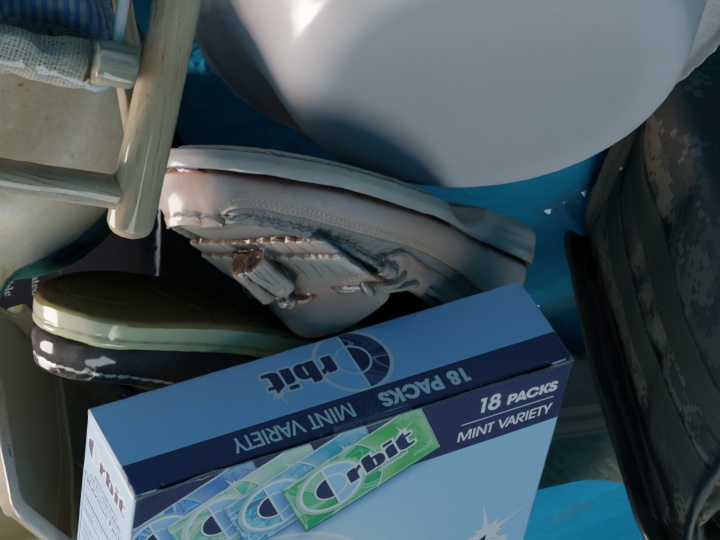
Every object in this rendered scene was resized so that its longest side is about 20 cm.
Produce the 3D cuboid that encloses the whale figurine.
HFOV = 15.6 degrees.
[{"bbox_3d":[-0.165,-0.039,0.934,0.199,0.160,0.104,-27,161,3],"label":"whale figurine"}]

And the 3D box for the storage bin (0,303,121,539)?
[{"bbox_3d":[-0.178,0.111,1.017,0.199,0.094,0.199,-16,147,17],"label":"storage bin"}]

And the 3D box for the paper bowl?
[{"bbox_3d":[0.038,-0.105,0.901,0.199,0.105,0.201,-5,147,-3],"label":"paper bowl"}]

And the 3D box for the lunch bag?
[{"bbox_3d":[0.153,0.031,1.070,0.117,0.165,0.200,-3,147,-14],"label":"lunch bag"}]

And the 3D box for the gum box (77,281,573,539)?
[{"bbox_3d":[-0.021,0.107,0.957,0.169,0.045,0.201,-16,141,-24],"label":"gum box"}]

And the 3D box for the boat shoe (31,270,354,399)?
[{"bbox_3d":[-0.052,0.040,0.957,0.071,0.066,0.200,19,-173,28],"label":"boat shoe"}]

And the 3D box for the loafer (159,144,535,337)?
[{"bbox_3d":[0.000,0.000,0.925,0.071,0.063,0.199,5,176,34],"label":"loafer"}]

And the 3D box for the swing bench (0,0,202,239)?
[{"bbox_3d":[-0.136,-0.136,0.757,0.197,0.130,0.201,7,126,-19],"label":"swing bench"}]

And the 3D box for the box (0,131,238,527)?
[{"bbox_3d":[-0.150,0.025,1.073,0.198,0.105,0.148,-12,147,10],"label":"box"}]

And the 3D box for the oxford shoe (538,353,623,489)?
[{"bbox_3d":[0.111,0.064,1.222,0.199,0.058,0.075,-3,144,-32],"label":"oxford shoe"}]
